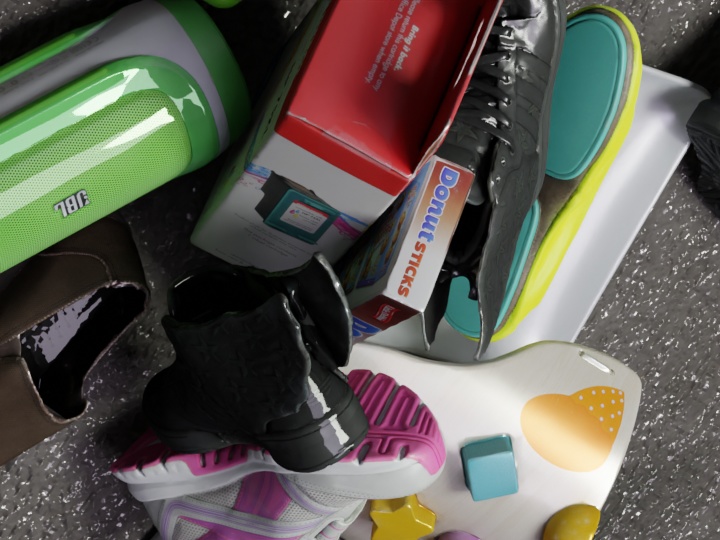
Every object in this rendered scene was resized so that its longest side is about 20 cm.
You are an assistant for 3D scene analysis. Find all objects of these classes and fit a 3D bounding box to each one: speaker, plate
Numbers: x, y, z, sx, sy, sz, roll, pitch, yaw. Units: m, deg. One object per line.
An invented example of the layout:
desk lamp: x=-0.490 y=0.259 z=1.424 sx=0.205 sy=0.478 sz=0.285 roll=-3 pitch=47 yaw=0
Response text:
speaker: x=-0.152 y=-0.053 z=1.239 sx=0.199 sy=0.088 sz=0.089 roll=-30 pitch=133 yaw=-16
plate: x=0.078 y=-0.042 z=1.457 sx=0.199 sy=0.032 sz=0.200 roll=17 pitch=108 yaw=-43

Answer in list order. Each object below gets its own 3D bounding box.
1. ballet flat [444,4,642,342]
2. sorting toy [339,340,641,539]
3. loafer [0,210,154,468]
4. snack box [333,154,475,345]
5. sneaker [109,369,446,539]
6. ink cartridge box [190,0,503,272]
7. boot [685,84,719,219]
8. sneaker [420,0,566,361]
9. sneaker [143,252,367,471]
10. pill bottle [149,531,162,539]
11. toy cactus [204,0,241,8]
ballet flat: x=0.101 y=-0.052 z=1.409 sx=0.067 sy=0.067 sz=0.201 roll=-13 pitch=133 yaw=-56
sorting toy: x=0.021 y=0.106 z=1.444 sx=0.179 sy=0.107 sz=0.200 roll=27 pitch=136 yaw=-19
loafer: x=-0.176 y=0.056 z=1.306 sx=0.073 sy=0.071 sz=0.200 roll=30 pitch=99 yaw=-45
snack box: x=0.000 y=0.000 z=1.288 sx=0.024 sy=0.200 sz=0.072 roll=26 pitch=73 yaw=-12
sneaker: x=-0.032 y=0.111 z=1.367 sx=0.081 sy=0.199 sz=0.089 roll=-44 pitch=115 yaw=-44
ink cartridge box: x=-0.004 y=-0.080 z=1.236 sx=0.067 sy=0.200 sz=0.117 roll=27 pitch=62 yaw=-9
boot: x=0.271 y=-0.123 z=1.528 sx=0.200 sy=0.065 sz=0.165 roll=-55 pitch=159 yaw=-11
sneaker: x=0.058 y=-0.066 z=1.313 sx=0.104 sy=0.060 sz=0.201 roll=-52 pitch=146 yaw=-54
sneaker: x=-0.060 y=0.037 z=1.275 sx=0.060 sy=0.199 sz=0.105 roll=-41 pitch=115 yaw=-25
pill bottle: x=-0.039 y=0.221 z=1.496 sx=0.114 sy=0.114 sz=0.200 roll=-46 pitch=136 yaw=0
toy cactus: x=-0.136 y=-0.175 z=1.178 sx=0.165 sy=0.103 sz=0.200 roll=-32 pitch=140 yaw=12
